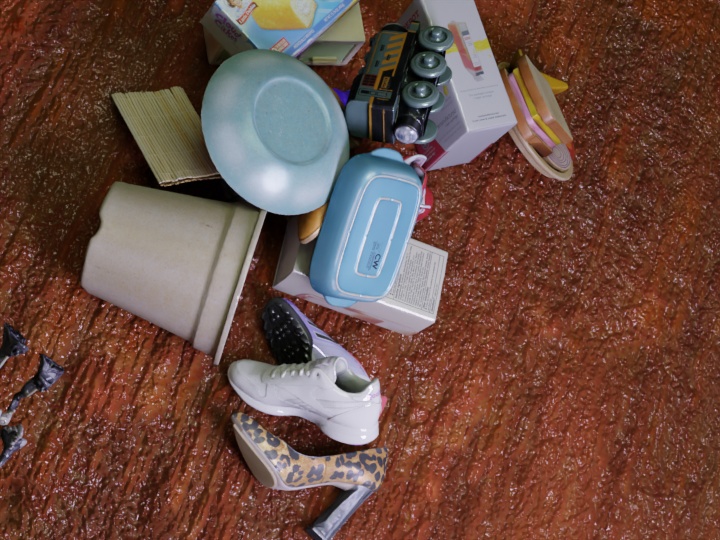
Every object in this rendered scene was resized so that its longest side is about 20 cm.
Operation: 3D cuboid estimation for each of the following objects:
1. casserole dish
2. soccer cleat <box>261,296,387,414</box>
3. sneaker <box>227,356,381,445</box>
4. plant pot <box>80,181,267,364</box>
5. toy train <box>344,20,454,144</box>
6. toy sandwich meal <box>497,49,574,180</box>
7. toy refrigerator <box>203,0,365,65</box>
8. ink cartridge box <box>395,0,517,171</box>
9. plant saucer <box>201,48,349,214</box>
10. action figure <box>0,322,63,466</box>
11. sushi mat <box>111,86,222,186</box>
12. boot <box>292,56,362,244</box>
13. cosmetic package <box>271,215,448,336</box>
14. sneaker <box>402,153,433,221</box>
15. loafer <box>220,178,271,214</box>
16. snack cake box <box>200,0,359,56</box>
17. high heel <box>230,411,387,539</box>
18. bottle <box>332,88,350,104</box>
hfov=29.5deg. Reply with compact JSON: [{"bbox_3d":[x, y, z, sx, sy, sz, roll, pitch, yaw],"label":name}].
[{"bbox_3d":[0.012,-0.044,1.622,0.120,0.039,0.202,10,105,-37],"label":"casserole dish"},{"bbox_3d":[-0.045,0.111,1.697,0.201,0.068,0.073,52,41,1],"label":"soccer cleat"},{"bbox_3d":[-0.063,0.132,1.632,0.198,0.101,0.075,18,27,14],"label":"sneaker"},{"bbox_3d":[-0.221,-0.015,1.598,0.182,0.201,0.202,18,66,-4],"label":"plant pot"},{"bbox_3d":[0.050,-0.235,1.691,0.113,0.086,0.201,9,50,8],"label":"toy train"},{"bbox_3d":[0.251,-0.218,1.874,0.205,0.070,0.206,42,31,-33],"label":"toy sandwich meal"},{"bbox_3d":[-0.100,-0.312,1.800,0.198,0.076,0.071,-4,74,-25],"label":"toy refrigerator"},{"bbox_3d":[0.115,-0.256,1.835,0.083,0.145,0.202,-13,78,-25],"label":"ink cartridge box"},{"bbox_3d":[-0.087,-0.166,1.576,0.199,0.039,0.203,10,72,-32],"label":"plant saucer"},{"bbox_3d":[-0.414,0.165,1.497,0.119,0.102,0.201,39,88,-16],"label":"action figure"},{"bbox_3d":[-0.231,-0.167,1.667,0.095,0.012,0.201,-11,43,-23],"label":"sushi mat"},{"bbox_3d":[-0.078,-0.146,1.641,0.144,0.070,0.203,38,54,-26],"label":"boot"},{"bbox_3d":[0.000,0.000,1.733,0.198,0.087,0.104,21,67,-17],"label":"cosmetic package"},{"bbox_3d":[0.065,-0.100,1.742,0.199,0.112,0.072,1,80,-55],"label":"sneaker"},{"bbox_3d":[-0.084,-0.117,1.748,0.198,0.072,0.063,-13,72,-24],"label":"loafer"},{"bbox_3d":[-0.091,-0.340,1.731,0.115,0.067,0.200,47,63,-6],"label":"snack cake box"},{"bbox_3d":[-0.059,0.210,1.644,0.143,0.071,0.201,-46,107,-25],"label":"high heel"},{"bbox_3d":[-0.065,-0.192,1.760,0.199,0.084,0.065,-25,71,-44],"label":"bottle"}]
